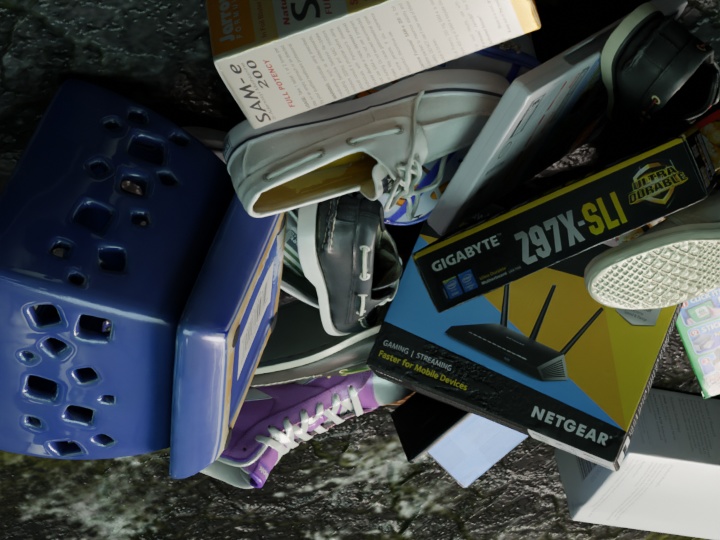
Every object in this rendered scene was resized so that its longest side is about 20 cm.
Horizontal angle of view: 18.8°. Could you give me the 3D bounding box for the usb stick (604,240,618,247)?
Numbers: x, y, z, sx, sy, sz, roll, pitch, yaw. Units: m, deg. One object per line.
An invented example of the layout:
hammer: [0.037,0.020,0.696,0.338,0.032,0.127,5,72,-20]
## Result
usb stick: [0.141,0.007,1.669,0.200,0.033,0.055,-41,144,-1]

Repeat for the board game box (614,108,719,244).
board game box: [0.287,-0.065,1.618,0.199,0.046,0.151,-31,147,12]

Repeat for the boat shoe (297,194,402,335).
boat shoe: [0.000,0.000,1.564,0.060,0.076,0.200,4,164,11]

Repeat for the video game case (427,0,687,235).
video game case: [0.137,-0.110,1.496,0.200,0.018,0.143,-32,160,-43]

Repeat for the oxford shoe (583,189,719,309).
oxford shoe: [0.246,-0.027,1.548,0.199,0.058,0.075,-21,144,-11]

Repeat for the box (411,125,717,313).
box: [0.144,-0.037,1.493,0.199,0.050,0.160,-24,-177,14]

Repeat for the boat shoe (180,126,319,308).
boat shoe: [-0.073,-0.037,1.602,0.073,0.067,0.200,-35,135,28]

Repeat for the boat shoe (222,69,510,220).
boat shoe: [0.014,-0.072,1.437,0.201,0.086,0.075,-11,147,-10]

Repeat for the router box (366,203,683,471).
router box: [0.124,0.042,1.604,0.199,0.150,0.051,20,172,14]

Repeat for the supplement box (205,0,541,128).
supplement box: [0.003,-0.187,1.386,0.199,0.127,0.074,-19,141,10]

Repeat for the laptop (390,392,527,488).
laptop: [0.132,0.105,1.739,0.187,0.200,0.116,-40,102,4]

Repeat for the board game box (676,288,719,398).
board game box: [0.352,0.017,1.756,0.199,0.029,0.135,-19,121,12]

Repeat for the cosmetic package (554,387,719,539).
cosmetic package: [0.289,0.173,1.925,0.199,0.082,0.113,10,138,-24]

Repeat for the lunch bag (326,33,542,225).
lunch bag: [0.033,-0.118,1.521,0.159,0.076,0.200,14,137,-29]

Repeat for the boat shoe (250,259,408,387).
boat shoe: [-0.007,0.052,1.692,0.200,0.072,0.061,-20,130,7]

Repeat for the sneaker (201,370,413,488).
sneaker: [-0.050,0.124,1.746,0.199,0.115,0.073,-7,144,10]

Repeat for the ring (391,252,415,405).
ring: [0.052,0.053,1.778,0.199,0.019,0.201,-6,141,-5]

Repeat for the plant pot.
plant pot: [-0.155,0.015,1.504,0.179,0.201,0.201,15,139,7]

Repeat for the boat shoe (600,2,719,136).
boat shoe: [0.212,-0.124,1.502,0.074,0.063,0.201,-49,164,0]
